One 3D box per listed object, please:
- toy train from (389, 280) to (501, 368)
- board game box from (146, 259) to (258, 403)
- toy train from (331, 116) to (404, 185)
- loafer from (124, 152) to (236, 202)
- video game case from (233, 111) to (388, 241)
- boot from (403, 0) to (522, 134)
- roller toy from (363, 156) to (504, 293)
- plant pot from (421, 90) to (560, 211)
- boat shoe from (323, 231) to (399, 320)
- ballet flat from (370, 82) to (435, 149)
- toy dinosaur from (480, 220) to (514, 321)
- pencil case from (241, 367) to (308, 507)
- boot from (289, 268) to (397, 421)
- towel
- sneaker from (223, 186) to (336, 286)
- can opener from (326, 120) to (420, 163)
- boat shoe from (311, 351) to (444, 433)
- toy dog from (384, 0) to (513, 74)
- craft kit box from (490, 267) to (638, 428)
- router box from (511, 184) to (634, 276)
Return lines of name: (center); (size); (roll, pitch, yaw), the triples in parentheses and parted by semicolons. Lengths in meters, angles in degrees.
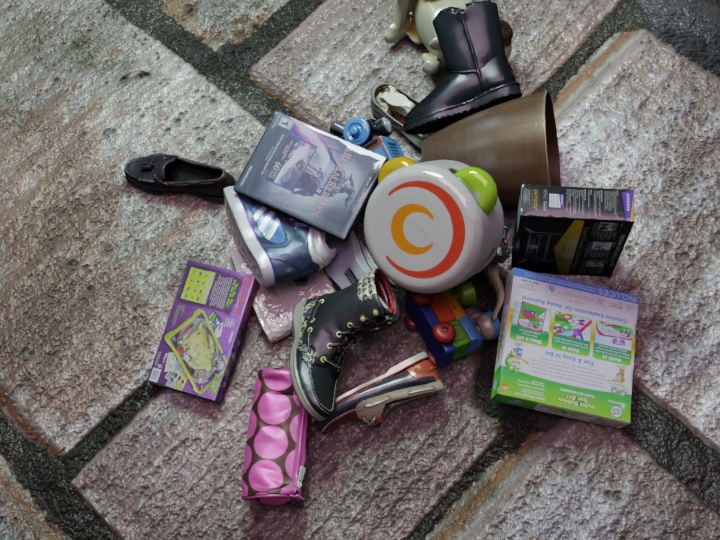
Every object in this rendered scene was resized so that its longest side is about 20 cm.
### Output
toy train: (0.123, 0.043, 1.440); (0.115, 0.085, 0.201); (-17, 58, -20)
board game box: (-0.240, 0.092, 1.453); (0.119, 0.032, 0.201); (12, 76, 21)
toy train: (-0.023, -0.159, 1.498); (0.199, 0.087, 0.115); (-30, 78, 21)
loafer: (-0.302, -0.164, 1.569); (0.199, 0.063, 0.072); (11, 68, 10)
video game case: (-0.077, -0.145, 1.439); (0.199, 0.019, 0.143); (24, 79, 18)
boot: (0.143, -0.322, 1.497); (0.199, 0.076, 0.169); (-20, 81, 15)
roller toy: (0.107, -0.067, 1.371); (0.199, 0.140, 0.184); (9, 104, 25)
plant pot: (0.202, -0.175, 1.479); (0.199, 0.187, 0.188); (-4, 65, 18)
boat shoe: (0.000, 0.000, 1.467); (0.072, 0.066, 0.200); (-48, 54, 17)
ballet flat: (0.098, -0.247, 1.569); (0.199, 0.064, 0.068); (33, 73, 17)
toy dinosaur: (0.198, -0.023, 1.437); (0.047, 0.088, 0.201); (13, 39, -30)
pencil case: (-0.115, 0.237, 1.365); (0.093, 0.091, 0.201); (-15, 62, 37)
boot: (-0.023, 0.100, 1.350); (0.153, 0.073, 0.204); (-28, 45, 24)
towel: (-0.123, 0.003, 1.496); (0.132, 0.035, 0.201); (-26, 67, -5)
sneaker: (-0.119, -0.069, 1.475); (0.146, 0.081, 0.201); (-19, 55, -17)
can opener: (0.027, -0.194, 1.550); (0.199, 0.067, 0.053); (29, 71, 15)
boat shoe: (0.024, 0.191, 1.382); (0.199, 0.071, 0.063); (-28, 79, -3)
toy dog: (0.165, -0.405, 1.609); (0.193, 0.140, 0.200); (-30, 65, -36)
craft kit box: (0.301, 0.112, 1.381); (0.199, 0.049, 0.199); (13, 65, -4)
router box: (0.306, -0.055, 1.391); (0.156, 0.200, 0.053); (4, 67, 6)
